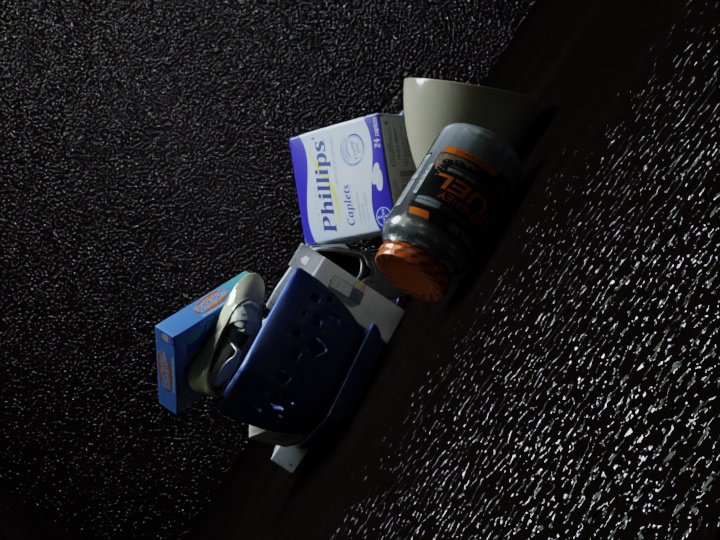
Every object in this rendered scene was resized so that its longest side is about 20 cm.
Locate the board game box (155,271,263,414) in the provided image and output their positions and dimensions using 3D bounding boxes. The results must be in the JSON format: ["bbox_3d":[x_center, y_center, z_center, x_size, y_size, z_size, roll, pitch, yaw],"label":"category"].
[{"bbox_3d":[-0.234,0.111,1.613,0.199,0.045,0.154,-33,-41,-43],"label":"board game box"}]

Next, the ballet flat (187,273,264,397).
[{"bbox_3d":[-0.190,0.101,1.552,0.202,0.069,0.069,-62,3,-5],"label":"ballet flat"}]

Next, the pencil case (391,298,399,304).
[{"bbox_3d":[0.020,0.059,1.885,0.200,0.083,0.087,130,139,-77],"label":"pencil case"}]

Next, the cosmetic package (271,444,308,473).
[{"bbox_3d":[-0.079,0.242,1.806,0.201,0.051,0.151,-57,5,6],"label":"cosmetic package"}]

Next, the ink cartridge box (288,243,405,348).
[{"bbox_3d":[-0.039,0.052,1.648,0.068,0.199,0.117,-57,3,-24],"label":"ink cartridge box"}]

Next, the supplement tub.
[{"bbox_3d":[0.106,-0.070,1.260,0.201,0.122,0.123,-59,3,-20],"label":"supplement tub"}]

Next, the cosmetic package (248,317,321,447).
[{"bbox_3d":[-0.123,0.181,1.716,0.103,0.087,0.203,-24,56,40],"label":"cosmetic package"}]

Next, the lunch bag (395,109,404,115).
[{"bbox_3d":[0.046,-0.202,1.825,0.161,0.075,0.200,-51,5,33],"label":"lunch bag"}]

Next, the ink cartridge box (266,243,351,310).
[{"bbox_3d":[-0.096,0.018,1.887,0.147,0.083,0.200,-55,3,-12],"label":"ink cartridge box"}]

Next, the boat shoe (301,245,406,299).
[{"bbox_3d":[0.000,0.000,1.710,0.066,0.198,0.073,171,118,-75],"label":"boat shoe"}]

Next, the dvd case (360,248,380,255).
[{"bbox_3d":[0.020,0.011,1.979,0.149,0.025,0.200,-11,-24,-28],"label":"dvd case"}]

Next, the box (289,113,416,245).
[{"bbox_3d":[-0.002,-0.145,1.679,0.198,0.187,0.104,-10,-1,40],"label":"box"}]

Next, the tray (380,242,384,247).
[{"bbox_3d":[0.104,-0.061,1.585,0.097,0.037,0.200,-15,-10,-16],"label":"tray"}]

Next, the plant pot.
[{"bbox_3d":[-0.086,0.148,1.563,0.201,0.179,0.200,-62,5,-30],"label":"plant pot"}]

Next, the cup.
[{"bbox_3d":[0.150,-0.190,1.487,0.200,0.197,0.145,-82,1,-84],"label":"cup"}]
